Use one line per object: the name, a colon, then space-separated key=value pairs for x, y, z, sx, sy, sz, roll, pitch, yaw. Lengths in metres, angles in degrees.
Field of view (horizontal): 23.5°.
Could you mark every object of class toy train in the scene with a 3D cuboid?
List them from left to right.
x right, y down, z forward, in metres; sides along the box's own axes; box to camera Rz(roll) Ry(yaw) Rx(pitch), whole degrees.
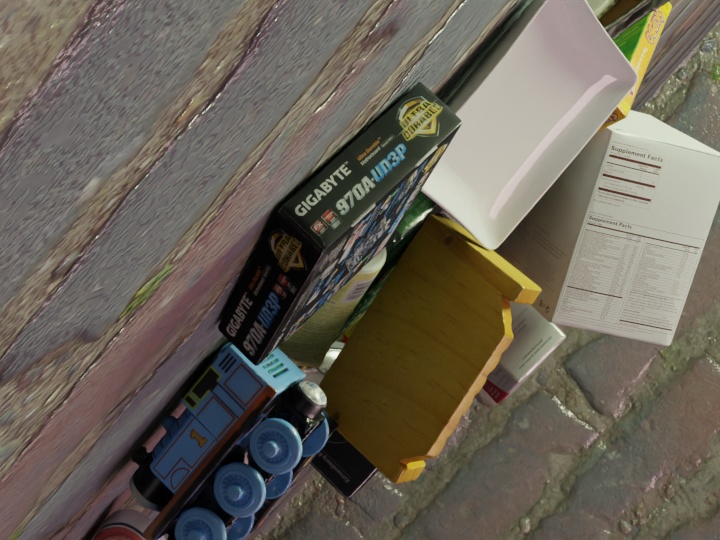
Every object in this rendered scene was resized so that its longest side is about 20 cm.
toy train: x=-0.113 y=0.150 z=1.434 sx=0.200 sy=0.114 sz=0.087 roll=-50 pitch=170 yaw=20

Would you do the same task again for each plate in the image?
plate: x=0.129 y=-0.128 z=1.421 sx=0.200 sy=0.032 sz=0.199 roll=-50 pitch=150 yaw=2

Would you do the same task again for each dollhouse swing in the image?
dollhouse swing: x=0.086 y=0.080 z=1.545 sx=0.175 sy=0.182 sz=0.201 roll=24 pitch=102 yaw=-49

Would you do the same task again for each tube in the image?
tube: x=-0.038 y=0.032 z=1.492 sx=0.052 sy=0.058 sz=0.200 roll=-48 pitch=174 yaw=-39

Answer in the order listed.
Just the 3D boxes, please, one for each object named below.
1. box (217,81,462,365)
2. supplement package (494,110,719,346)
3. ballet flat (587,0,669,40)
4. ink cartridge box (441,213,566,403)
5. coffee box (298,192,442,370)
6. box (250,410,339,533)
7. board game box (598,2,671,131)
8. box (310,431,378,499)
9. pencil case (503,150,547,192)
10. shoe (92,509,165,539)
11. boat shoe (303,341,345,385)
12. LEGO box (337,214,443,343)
box: x=-0.018 y=-0.030 z=1.265 sx=0.159 sy=0.046 sz=0.200 roll=-43 pitch=173 yaw=-30
supplement package: x=0.249 y=-0.058 z=1.777 sx=0.191 sy=0.146 sz=0.201 roll=-132 pitch=-124 yaw=-64
ballet flat: x=0.233 y=-0.250 z=1.499 sx=0.200 sy=0.068 sz=0.069 roll=-45 pitch=165 yaw=-20
ink cartridge box: x=0.129 y=0.046 z=1.999 sx=0.086 sy=0.200 sz=0.148 roll=-44 pitch=173 yaw=-13
coffee box: x=0.000 y=0.000 z=1.571 sx=0.123 sy=0.044 sz=0.200 roll=-41 pitch=171 yaw=-42
box: x=-0.099 y=0.154 z=1.566 sx=0.035 sy=0.110 sz=0.200 roll=-42 pitch=172 yaw=-36
board game box: x=0.244 y=-0.201 z=1.702 sx=0.095 sy=0.030 sz=0.201 roll=-26 pitch=-150 yaw=43
box: x=0.006 y=0.130 z=1.938 sx=0.200 sy=0.148 sz=0.107 roll=-47 pitch=174 yaw=3
pencil case: x=0.129 y=-0.104 z=1.598 sx=0.090 sy=0.084 sz=0.200 roll=-9 pitch=177 yaw=5
shoe: x=-0.252 y=0.302 z=1.631 sx=0.091 sy=0.071 sz=0.200 roll=-49 pitch=-179 yaw=-42
boat shoe: x=-0.008 y=0.121 z=1.674 sx=0.201 sy=0.086 sz=0.075 roll=6 pitch=116 yaw=-33
LEGO box: x=0.036 y=0.035 z=1.806 sx=0.200 sy=0.077 sz=0.149 roll=-46 pitch=180 yaw=4
